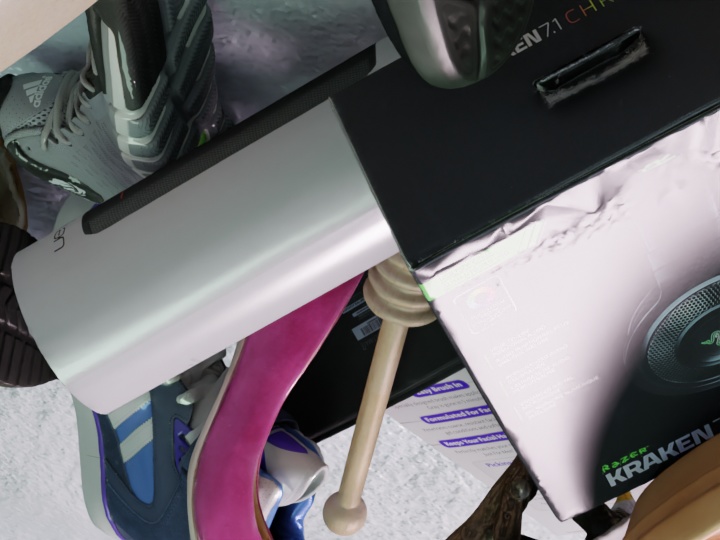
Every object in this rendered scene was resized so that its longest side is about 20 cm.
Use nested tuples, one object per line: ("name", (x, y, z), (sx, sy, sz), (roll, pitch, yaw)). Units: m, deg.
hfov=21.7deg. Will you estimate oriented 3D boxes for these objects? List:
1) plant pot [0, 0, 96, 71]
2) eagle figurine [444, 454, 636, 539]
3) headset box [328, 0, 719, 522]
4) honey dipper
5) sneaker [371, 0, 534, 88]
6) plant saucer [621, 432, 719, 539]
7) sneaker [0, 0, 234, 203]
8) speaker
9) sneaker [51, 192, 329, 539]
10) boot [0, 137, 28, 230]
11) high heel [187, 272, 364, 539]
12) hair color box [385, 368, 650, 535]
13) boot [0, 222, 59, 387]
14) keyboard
("plant pot", (-0.188, -0.109, 0.620), (0.187, 0.200, 0.187), (34, 162, 13))
("eagle figurine", (0.142, 0.153, 0.898), (0.200, 0.151, 0.152), (34, 145, -8))
("headset box", (0.106, -0.025, 0.688), (0.174, 0.093, 0.200), (-27, 139, 4))
("honey dipper", (0.009, 0.055, 0.870), (0.038, 0.038, 0.201), (16, 129, 3))
("sneaker", (-0.009, -0.154, 0.594), (0.114, 0.076, 0.200), (11, 133, 44))
("plant saucer", (0.188, 0.078, 0.751), (0.199, 0.038, 0.200), (-21, 160, -8))
("sneaker", (-0.122, -0.078, 0.833), (0.115, 0.075, 0.200), (14, 151, 16))
("speaker", (-0.043, -0.019, 0.779), (0.199, 0.081, 0.081), (-29, 136, 11))
("sneaker", (-0.074, 0.058, 0.931), (0.146, 0.080, 0.201), (9, 112, 33))
("boot", (-0.267, -0.028, 1.012), (0.199, 0.066, 0.175), (3, 149, 24))
("high heel", (-0.032, 0.074, 0.856), (0.095, 0.201, 0.067), (-3, -179, -4))
("hair color box", (0.086, 0.064, 0.971), (0.200, 0.065, 0.109), (36, 148, -32))
("boot", (-0.215, 0.023, 0.971), (0.138, 0.078, 0.200), (2, 165, 26))
("keyboard", (0.000, 0.000, 0.888), (0.200, 0.021, 0.127), (-31, 89, 46))
